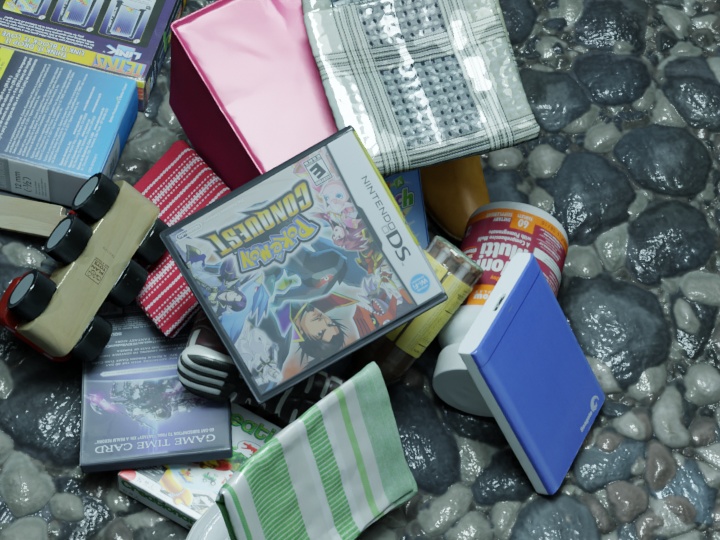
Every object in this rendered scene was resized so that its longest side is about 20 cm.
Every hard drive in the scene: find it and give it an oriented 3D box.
[{"bbox_3d":[0.168,0.101,1.592,0.025,0.200,0.132,3,46,39],"label":"hard drive"}]

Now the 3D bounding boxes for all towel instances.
[{"bbox_3d":[-0.036,0.197,1.486,0.200,0.153,0.023,-35,33,-31],"label":"towel"},{"bbox_3d":[0.054,-0.194,1.539,0.192,0.035,0.200,-14,75,-11],"label":"towel"},{"bbox_3d":[-0.184,-0.035,1.649,0.145,0.022,0.200,-46,45,2],"label":"towel"}]

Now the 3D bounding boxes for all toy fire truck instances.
[{"bbox_3d":[-0.308,-0.011,1.643,0.129,0.200,0.176,38,70,-25],"label":"toy fire truck"}]

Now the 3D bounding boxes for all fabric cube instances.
[{"bbox_3d":[-0.060,-0.168,1.638,0.200,0.199,0.196,-28,78,-14],"label":"fabric cube"}]

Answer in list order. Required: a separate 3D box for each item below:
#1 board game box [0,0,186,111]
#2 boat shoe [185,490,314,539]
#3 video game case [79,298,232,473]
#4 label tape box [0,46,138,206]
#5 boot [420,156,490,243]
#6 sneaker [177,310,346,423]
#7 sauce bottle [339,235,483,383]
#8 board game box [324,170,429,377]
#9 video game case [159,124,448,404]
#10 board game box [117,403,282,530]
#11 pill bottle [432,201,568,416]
[{"bbox_3d":[-0.312,-0.278,1.851,0.200,0.057,0.166,15,58,2],"label":"board game box"},{"bbox_3d":[-0.081,0.208,1.506,0.200,0.069,0.072,-32,66,-26],"label":"boat shoe"},{"bbox_3d":[-0.198,0.102,1.601,0.143,0.019,0.200,-6,51,0],"label":"video game case"},{"bbox_3d":[-0.352,-0.155,1.759,0.200,0.066,0.143,13,55,4],"label":"label tape box"},{"bbox_3d":[0.096,-0.141,1.764,0.071,0.144,0.201,-14,60,-16],"label":"boot"},{"bbox_3d":[-0.072,0.082,1.585,0.200,0.076,0.116,20,41,-14],"label":"sneaker"},{"bbox_3d":[0.037,0.059,1.617,0.065,0.065,0.200,42,96,19],"label":"sauce bottle"},{"bbox_3d":[0.000,0.000,1.625,0.151,0.200,0.037,-26,38,-24],"label":"board game box"},{"bbox_3d":[-0.050,-0.004,1.493,0.200,0.026,0.181,-29,101,2],"label":"video game case"},{"bbox_3d":[-0.112,0.201,1.570,0.200,0.035,0.126,27,56,10],"label":"board game box"},{"bbox_3d":[0.139,0.039,1.668,0.109,0.110,0.200,16,58,3],"label":"pill bottle"}]
